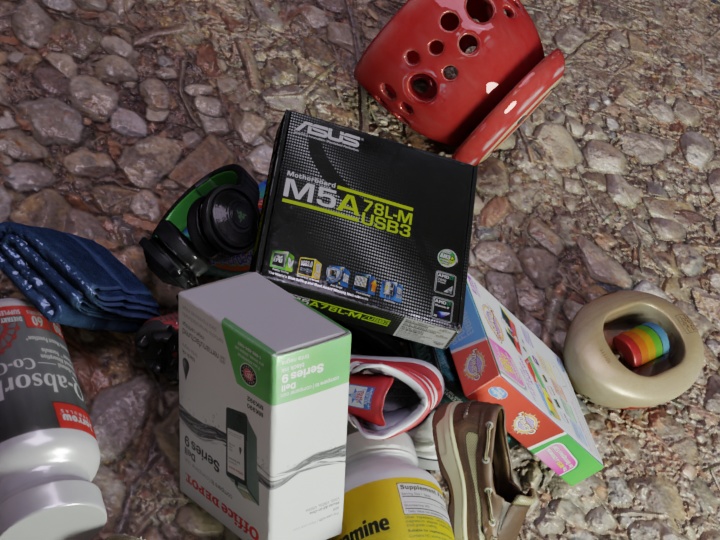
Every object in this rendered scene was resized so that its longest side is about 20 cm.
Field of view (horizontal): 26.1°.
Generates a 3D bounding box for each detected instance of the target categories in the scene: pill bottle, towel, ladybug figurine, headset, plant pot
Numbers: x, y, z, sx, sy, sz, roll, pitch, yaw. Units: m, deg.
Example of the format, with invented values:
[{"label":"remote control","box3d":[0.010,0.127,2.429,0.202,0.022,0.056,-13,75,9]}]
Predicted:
[{"label":"pill bottle","box3d":[-0.284,0.133,1.297,0.116,0.116,0.200,-5,55,-32]},{"label":"towel","box3d":[-0.253,0.005,1.396,0.112,0.049,0.200,43,6,12]},{"label":"ladybug figurine","box3d":[0.290,0.091,1.676,0.200,0.072,0.136,-13,63,-40]},{"label":"pill bottle","box3d":[0.028,0.245,1.374,0.112,0.113,0.200,5,49,-25]},{"label":"headset","box3d":[-0.143,-0.018,1.454,0.094,0.123,0.200,47,25,-24]},{"label":"plant pot","box3d":[0.122,-0.235,1.788,0.182,0.200,0.200,44,45,1]}]

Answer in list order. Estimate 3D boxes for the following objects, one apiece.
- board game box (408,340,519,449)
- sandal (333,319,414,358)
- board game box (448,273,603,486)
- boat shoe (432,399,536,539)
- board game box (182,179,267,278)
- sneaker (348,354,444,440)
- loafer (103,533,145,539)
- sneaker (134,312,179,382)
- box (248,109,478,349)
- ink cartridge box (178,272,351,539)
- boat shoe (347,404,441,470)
[{"label":"board game box","box3d":[0.093,0.074,1.551,0.135,0.028,0.200,39,23,-33]},{"label":"sandal","box3d":[-0.001,0.044,1.535,0.200,0.075,0.048,36,75,18]},{"label":"board game box","box3d":[0.154,0.104,1.530,0.200,0.040,0.153,41,22,-39]},{"label":"boat shoe","box3d":[0.123,0.216,1.411,0.075,0.075,0.203,-31,108,-63]},{"label":"board game box","box3d":[-0.065,-0.050,1.567,0.152,0.045,0.200,8,30,37]},{"label":"sneaker","box3d":[-0.027,0.110,1.391,0.199,0.071,0.112,-2,4,6]},{"label":"loafer","box3d":[-0.135,0.262,1.302,0.200,0.076,0.068,26,43,-21]},{"label":"sneaker","box3d":[-0.121,0.059,1.486,0.200,0.071,0.098,2,42,-20]},{"label":"box","box3d":[0.005,-0.040,1.451,0.199,0.048,0.194,16,58,-10]},{"label":"ink cartridge box","box3d":[-0.085,0.124,1.327,0.084,0.201,0.146,-16,30,-36]},{"label":"boat shoe","box3d":[0.050,0.143,1.507,0.199,0.066,0.072,11,47,-21]}]
